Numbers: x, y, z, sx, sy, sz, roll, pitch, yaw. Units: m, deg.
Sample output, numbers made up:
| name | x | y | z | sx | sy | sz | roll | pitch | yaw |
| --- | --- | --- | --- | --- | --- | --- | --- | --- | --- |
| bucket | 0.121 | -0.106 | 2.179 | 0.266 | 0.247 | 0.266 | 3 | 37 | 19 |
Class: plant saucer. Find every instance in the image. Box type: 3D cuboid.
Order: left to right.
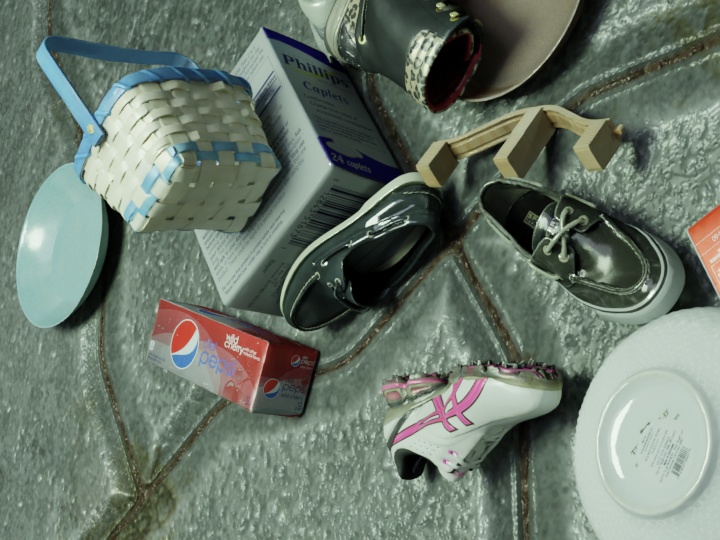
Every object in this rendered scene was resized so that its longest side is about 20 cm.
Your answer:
| name | x | y | z | sx | sy | sz | roll | pitch | yaw |
| --- | --- | --- | --- | --- | --- | --- | --- | --- | --- |
| plant saucer | -0.350 | -0.027 | 1.658 | 0.200 | 0.039 | 0.203 | -18 | 65 | 45 |
| plant saucer | 0.125 | -0.238 | 1.175 | 0.199 | 0.032 | 0.202 | -16 | 68 | 45 |

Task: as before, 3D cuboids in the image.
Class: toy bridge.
| name | x | y | z | sx | sy | sz | roll | pitch | yaw |
| --- | --- | --- | --- | --- | --- | --- | --- | --- | --- |
| toy bridge | 0.133 | -0.103 | 1.108 | 0.199 | 0.027 | 0.067 | -2 | 43 | 50 |

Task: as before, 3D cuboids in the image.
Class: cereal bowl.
| name | x | y | z | sx | sy | sz | roll | pitch | yaw |
| --- | --- | --- | --- | --- | --- | --- | --- | --- | --- |
| cereal bowl | 0.219 | 0.119 | 0.925 | 0.199 | 0.083 | 0.202 | -19 | 64 | 45 |

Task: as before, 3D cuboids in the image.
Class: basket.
| name | x | y | z | sx | sy | sz | roll | pitch | yaw |
| --- | --- | --- | --- | --- | --- | --- | --- | --- | --- |
| basket | -0.180 | -0.129 | 1.224 | 0.139 | 0.176 | 0.201 | -49 | 58 | 34 |

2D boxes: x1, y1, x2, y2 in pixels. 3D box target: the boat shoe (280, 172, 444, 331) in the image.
| name | x | y | z | sx | sy | sz | roll | pitch | yaw |
| --- | --- | --- | --- | --- | --- | --- | --- | --- | --- |
| boat shoe | 0.002 | 0.001 | 1.216 | 0.199 | 0.074 | 0.066 | -39 | 40 | 24 |

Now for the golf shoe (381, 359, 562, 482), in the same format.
| name | x | y | z | sx | sy | sz | roll | pitch | yaw |
| --- | --- | --- | --- | --- | --- | --- | --- | --- | --- |
| golf shoe | 0.090 | 0.119 | 1.087 | 0.200 | 0.072 | 0.093 | -20 | 70 | 56 |

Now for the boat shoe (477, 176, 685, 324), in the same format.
| name | x | y | z | sx | sy | sz | roll | pitch | yaw |
| --- | --- | --- | --- | --- | --- | --- | --- | --- | --- |
| boat shoe | 0.157 | -0.019 | 1.032 | 0.200 | 0.063 | 0.071 | 32 | 94 | 54 |

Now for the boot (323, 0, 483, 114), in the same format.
| name | x | y | z | sx | sy | sz | roll | pitch | yaw |
| --- | --- | --- | --- | --- | --- | --- | --- | --- | --- |
| boot | 0.060 | -0.247 | 1.179 | 0.154 | 0.073 | 0.205 | 42 | 112 | 43 |

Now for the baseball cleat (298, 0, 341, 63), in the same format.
| name | x | y | z | sx | sy | sz | roll | pitch | yaw |
| --- | --- | --- | --- | --- | --- | --- | --- | --- | --- |
| baseball cleat | -0.031 | -0.267 | 1.335 | 0.069 | 0.107 | 0.201 | -11 | 35 | 10 |

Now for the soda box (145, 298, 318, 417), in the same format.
| name | x | y | z | sx | sy | sz | roll | pitch | yaw |
| --- | --- | --- | --- | --- | --- | --- | --- | --- | --- |
| soda box | -0.130 | 0.083 | 1.352 | 0.199 | 0.063 | 0.071 | 18 | 93 | 49 |

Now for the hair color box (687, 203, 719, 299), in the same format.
| name | x | y | z | sx | sy | sz | roll | pitch | yaw |
| --- | --- | --- | --- | --- | --- | --- | --- | --- | --- |
| hair color box | 0.290 | 0.048 | 0.840 | 0.064 | 0.110 | 0.201 | -42 | 51 | 34 |

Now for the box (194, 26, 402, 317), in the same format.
| name | x | y | z | sx | sy | sz | roll | pitch | yaw |
| --- | --- | --- | --- | --- | --- | --- | --- | --- | --- |
| box | -0.073 | -0.089 | 1.303 | 0.184 | 0.104 | 0.201 | -50 | 47 | 28 |
